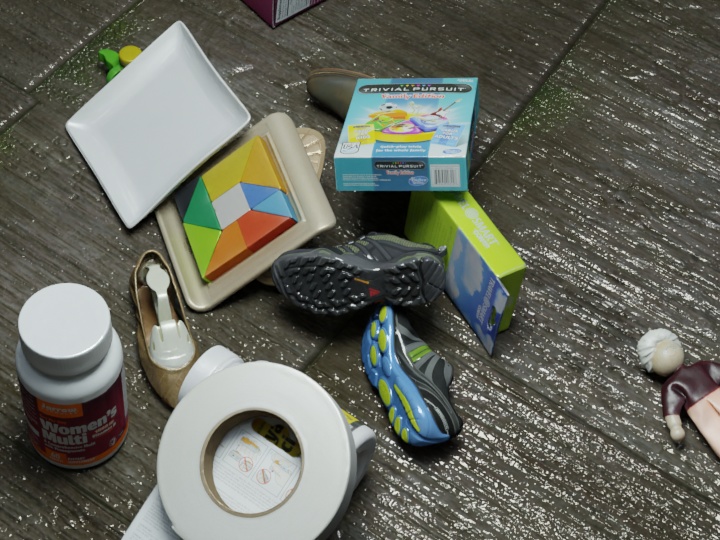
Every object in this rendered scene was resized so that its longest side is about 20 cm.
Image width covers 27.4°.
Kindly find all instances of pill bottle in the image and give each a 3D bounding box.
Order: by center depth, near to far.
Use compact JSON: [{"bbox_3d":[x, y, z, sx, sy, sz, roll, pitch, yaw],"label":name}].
[{"bbox_3d":[-0.297,0.109,1.521,0.108,0.201,0.110,2,52,-3],"label":"pill bottle"},{"bbox_3d":[-0.091,0.165,1.557,0.199,0.112,0.111,31,56,18],"label":"pill bottle"}]

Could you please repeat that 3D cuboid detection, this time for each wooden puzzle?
[{"bbox_3d":[-0.143,-0.073,1.728,0.199,0.037,0.186,-31,56,10],"label":"wooden puzzle"}]

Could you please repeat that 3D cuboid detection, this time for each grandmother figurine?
[{"bbox_3d":[0.387,0.144,1.654,0.121,0.061,0.200,-25,61,-32],"label":"grandmother figurine"}]

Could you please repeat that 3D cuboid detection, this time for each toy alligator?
[{"bbox_3d":[-0.253,-0.230,1.872,0.199,0.060,0.054,22,54,11],"label":"toy alligator"}]

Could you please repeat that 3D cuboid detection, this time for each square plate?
[{"bbox_3d":[-0.245,-0.177,1.800,0.200,0.028,0.199,-41,57,6],"label":"square plate"}]

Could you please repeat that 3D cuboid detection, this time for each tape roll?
[{"bbox_3d":[-0.103,0.192,1.457,0.201,0.037,0.205,-3,73,10],"label":"tape roll"}]

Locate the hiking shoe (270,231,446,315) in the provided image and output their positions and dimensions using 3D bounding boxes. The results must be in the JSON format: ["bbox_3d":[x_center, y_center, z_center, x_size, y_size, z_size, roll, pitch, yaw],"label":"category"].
[{"bbox_3d":[0.000,0.000,1.675,0.198,0.076,0.101,2,21,7],"label":"hiking shoe"}]

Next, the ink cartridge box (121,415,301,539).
[{"bbox_3d":[-0.123,0.237,1.493,0.161,0.050,0.201,31,79,18],"label":"ink cartridge box"}]

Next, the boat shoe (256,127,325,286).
[{"bbox_3d":[-0.081,-0.070,1.765,0.071,0.065,0.202,8,71,7],"label":"boat shoe"}]

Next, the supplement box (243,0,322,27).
[{"bbox_3d":[-0.081,-0.442,2.022,0.199,0.104,0.131,-32,62,-27],"label":"supplement box"}]

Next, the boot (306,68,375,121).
[{"bbox_3d":[0.005,-0.182,1.852,0.199,0.075,0.097,25,52,11],"label":"boot"}]

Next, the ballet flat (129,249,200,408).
[{"bbox_3d":[-0.218,0.058,1.649,0.067,0.073,0.201,-8,54,-13],"label":"ballet flat"}]

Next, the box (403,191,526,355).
[{"bbox_3d":[0.123,-0.016,1.707,0.047,0.122,0.201,-22,58,-22],"label":"box"}]

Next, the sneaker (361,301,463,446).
[{"bbox_3d":[0.058,0.112,1.648,0.082,0.071,0.201,5,45,-32],"label":"sneaker"}]

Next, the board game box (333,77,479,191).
[{"bbox_3d":[0.058,-0.162,1.730,0.149,0.047,0.201,1,33,9],"label":"board game box"}]
